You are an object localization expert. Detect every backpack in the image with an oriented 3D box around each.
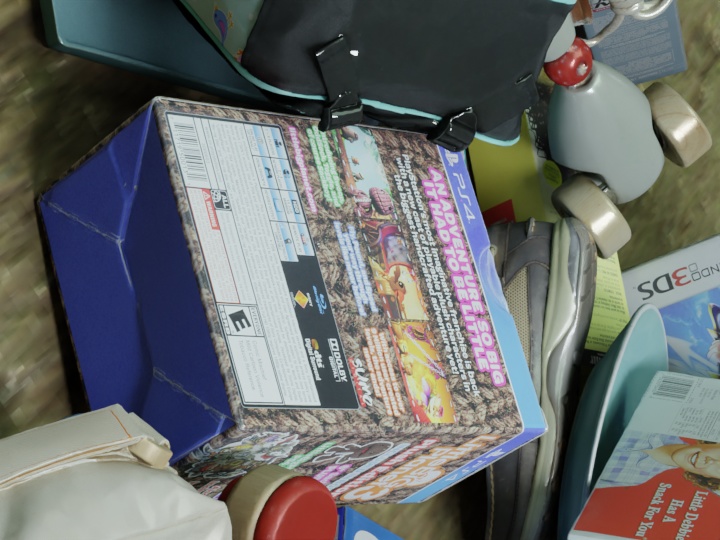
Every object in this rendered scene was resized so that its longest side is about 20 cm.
[{"bbox_3d":[-0.009,-0.162,1.136,0.175,0.200,0.154,5,110,-36],"label":"backpack"}]

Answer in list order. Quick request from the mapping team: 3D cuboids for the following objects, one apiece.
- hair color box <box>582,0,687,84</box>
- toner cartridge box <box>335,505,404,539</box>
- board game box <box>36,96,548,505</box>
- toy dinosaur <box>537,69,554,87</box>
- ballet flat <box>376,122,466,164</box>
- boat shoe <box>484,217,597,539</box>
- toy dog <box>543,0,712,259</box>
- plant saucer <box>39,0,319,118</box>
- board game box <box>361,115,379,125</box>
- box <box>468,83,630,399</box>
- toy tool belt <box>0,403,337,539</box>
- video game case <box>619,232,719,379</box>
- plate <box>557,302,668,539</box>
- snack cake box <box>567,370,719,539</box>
[{"bbox_3d":[0.156,-0.188,1.433,0.200,0.060,0.100,49,27,-74],"label":"hair color box"},{"bbox_3d":[0.040,0.202,1.167,0.200,0.043,0.096,34,49,-37],"label":"toner cartridge box"},{"bbox_3d":[-0.030,0.020,1.097,0.199,0.097,0.161,5,61,-44],"label":"board game box"},{"bbox_3d":[0.041,-0.134,1.301,0.199,0.058,0.102,33,65,-15],"label":"toy dinosaur"},{"bbox_3d":[0.030,-0.024,1.219,0.074,0.074,0.202,9,66,-49],"label":"ballet flat"},{"bbox_3d":[0.081,0.069,1.269,0.075,0.073,0.202,47,52,-72],"label":"boat shoe"},{"bbox_3d":[0.113,-0.106,1.289,0.131,0.096,0.201,-28,126,-19],"label":"toy dog"},{"bbox_3d":[-0.089,-0.122,1.192,0.199,0.019,0.070,13,58,-49],"label":"plant saucer"},{"bbox_3d":[0.000,0.000,1.243,0.103,0.019,0.201,40,44,-30],"label":"board game box"},{"bbox_3d":[0.109,-0.029,1.371,0.075,0.050,0.202,9,65,-49],"label":"box"},{"bbox_3d":[-0.117,0.106,0.945,0.199,0.122,0.126,-15,115,-47],"label":"toy tool belt"},{"bbox_3d":[0.235,0.075,1.366,0.045,0.181,0.201,-16,84,-52],"label":"video game case"},{"bbox_3d":[0.137,0.117,1.294,0.200,0.025,0.202,8,90,-71],"label":"plate"},{"bbox_3d":[0.186,0.128,1.224,0.200,0.114,0.068,-47,141,-60],"label":"snack cake box"}]
